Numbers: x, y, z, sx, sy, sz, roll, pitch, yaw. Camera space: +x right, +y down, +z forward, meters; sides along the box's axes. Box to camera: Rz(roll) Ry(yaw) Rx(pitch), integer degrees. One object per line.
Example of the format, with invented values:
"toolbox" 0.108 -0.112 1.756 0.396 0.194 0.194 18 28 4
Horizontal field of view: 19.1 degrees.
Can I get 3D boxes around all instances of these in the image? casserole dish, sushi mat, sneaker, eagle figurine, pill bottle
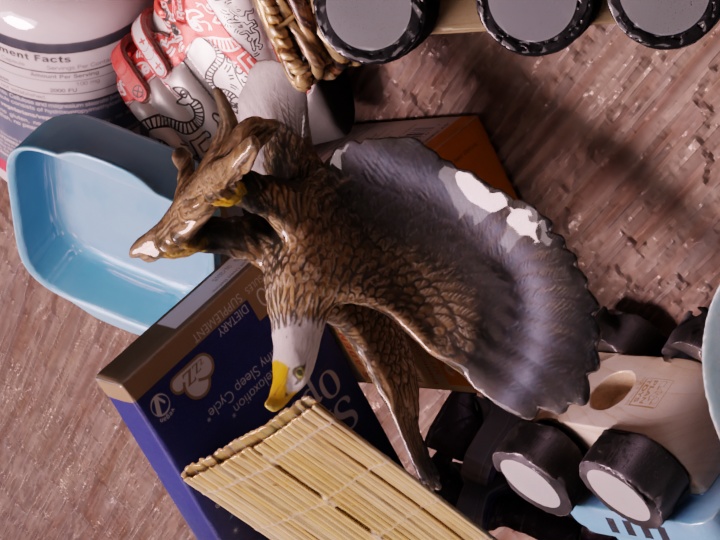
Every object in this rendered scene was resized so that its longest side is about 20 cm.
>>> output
"casserole dish" -0.127 -0.024 1.162 0.120 0.039 0.200 22 154 6
"sushi mat" 0.006 0.135 1.113 0.095 0.012 0.200 -30 129 28
"sneaker" -0.088 -0.140 1.087 0.107 0.067 0.202 -15 120 18
"eagle figurine" -0.003 0.007 1.009 0.199 0.152 0.152 25 -171 -20
"pill bottle" -0.161 -0.145 1.176 0.119 0.119 0.201 35 147 25

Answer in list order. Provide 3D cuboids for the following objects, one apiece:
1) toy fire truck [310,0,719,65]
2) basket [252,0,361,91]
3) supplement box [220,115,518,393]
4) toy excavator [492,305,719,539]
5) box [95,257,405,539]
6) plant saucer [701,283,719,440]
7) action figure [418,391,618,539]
"toy fire truck" 0.058 -0.184 0.805 0.175 0.129 0.202 -1 103 18
"basket" -0.007 -0.207 0.947 0.143 0.148 0.201 -113 -2 -66
"supplement box" 0.005 -0.008 1.146 0.199 0.073 0.127 0 123 55
"toy excavator" 0.192 0.121 1.029 0.200 0.100 0.194 49 156 -25
"box" -0.046 0.098 1.140 0.032 0.121 0.201 10 135 50
"plant saucer" 0.240 0.056 0.902 0.200 0.039 0.202 24 133 28
"action figure" 0.127 0.134 1.147 0.199 0.069 0.131 27 138 16
